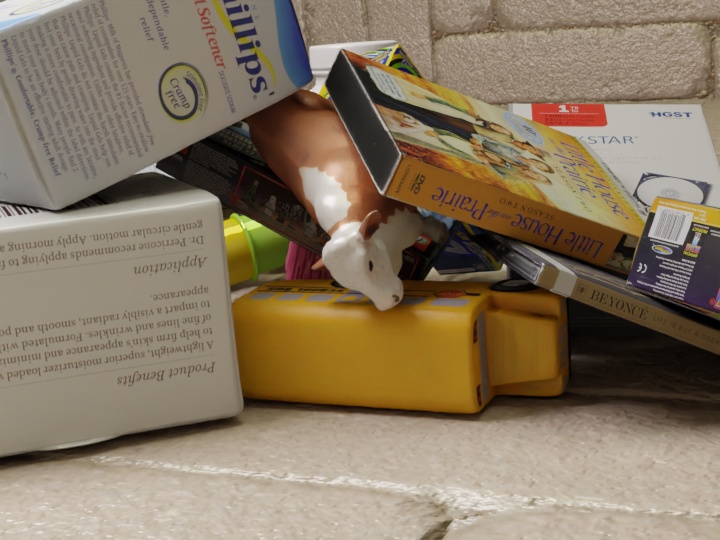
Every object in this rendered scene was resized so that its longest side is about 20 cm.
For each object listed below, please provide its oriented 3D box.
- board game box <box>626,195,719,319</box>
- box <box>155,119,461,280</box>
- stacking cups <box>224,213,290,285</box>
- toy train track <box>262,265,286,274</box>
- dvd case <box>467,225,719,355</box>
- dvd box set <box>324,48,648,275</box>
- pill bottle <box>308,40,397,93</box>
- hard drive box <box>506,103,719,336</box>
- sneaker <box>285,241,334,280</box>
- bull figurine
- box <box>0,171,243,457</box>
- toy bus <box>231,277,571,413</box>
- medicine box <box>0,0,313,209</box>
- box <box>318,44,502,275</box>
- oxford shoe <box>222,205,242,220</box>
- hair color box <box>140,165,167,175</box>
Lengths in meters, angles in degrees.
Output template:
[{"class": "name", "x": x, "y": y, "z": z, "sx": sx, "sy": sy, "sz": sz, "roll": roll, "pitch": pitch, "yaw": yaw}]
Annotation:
[{"class": "board game box", "x": 0.262, "y": 0.023, "z": 0.641, "sx": 0.163, "sy": 0.058, "sz": 0.199, "roll": 19, "pitch": 2, "yaw": -27}, {"class": "box", "x": -0.027, "y": -0.063, "z": 0.881, "sx": 0.198, "sy": 0.040, "sz": 0.137, "roll": 28, "pitch": 28, "yaw": 7}, {"class": "stacking cups", "x": -0.043, "y": -0.036, "z": 1.033, "sx": 0.197, "sy": 0.062, "sz": 0.060, "roll": -19, "pitch": 15, "yaw": -17}, {"class": "toy train track", "x": -0.011, "y": -0.005, "z": 1.058, "sx": 0.114, "sy": 0.033, "sz": 0.199, "roll": -27, "pitch": 15, "yaw": -34}, {"class": "dvd case", "x": 0.170, "y": 0.020, "z": 0.737, "sx": 0.197, "sy": 0.016, "sz": 0.149, "roll": 20, "pitch": 8, "yaw": -13}, {"class": "dvd box set", "x": 0.083, "y": -0.065, "z": 0.772, "sx": 0.197, "sy": 0.030, "sz": 0.147, "roll": 17, "pitch": 27, "yaw": -25}, {"class": "pill bottle", "x": -0.001, "y": -0.114, "z": 1.194, "sx": 0.110, "sy": 0.204, "sz": 0.113, "roll": -4, "pitch": 11, "yaw": 1}, {"class": "hard drive box", "x": 0.182, "y": -0.042, "z": 0.908, "sx": 0.153, "sy": 0.078, "sz": 0.201, "roll": 0, "pitch": 34, "yaw": 5}, {"class": "sneaker", "x": 0.000, "y": 0.000, "z": 0.928, "sx": 0.086, "sy": 0.075, "sz": 0.200, "roll": 7, "pitch": 22, "yaw": -19}, {"class": "bull figurine", "x": 0.000, "y": -0.053, "z": 0.775, "sx": 0.120, "sy": 0.066, "sz": 0.201, "roll": 5, "pitch": 34, "yaw": -37}, {"class": "box", "x": -0.194, "y": 0.021, "z": 0.771, "sx": 0.196, "sy": 0.133, "sz": 0.200, "roll": -8, "pitch": 11, "yaw": -20}, {"class": "toy bus", "x": 0.024, "y": 0.043, "z": 0.754, "sx": 0.197, "sy": 0.066, "sz": 0.078, "roll": 1, "pitch": 13, "yaw": 23}, {"class": "medicine box", "x": -0.165, "y": -0.128, "z": 0.784, "sx": 0.199, "sy": 0.104, "sz": 0.181, "roll": -32, "pitch": 24, "yaw": -31}, {"class": "box", "x": 0.048, "y": -0.082, "z": 0.999, "sx": 0.069, "sy": 0.200, "sz": 0.065, "roll": -5, "pitch": 49, "yaw": 41}, {"class": "oxford shoe", "x": -0.152, "y": -0.005, "z": 1.067, "sx": 0.197, "sy": 0.072, "sz": 0.075, "roll": -21, "pitch": 20, "yaw": -22}, {"class": "hair color box", "x": -0.188, "y": -0.065, "z": 1.111, "sx": 0.198, "sy": 0.061, "sz": 0.099, "roll": -28, "pitch": -14, "yaw": 10}]
